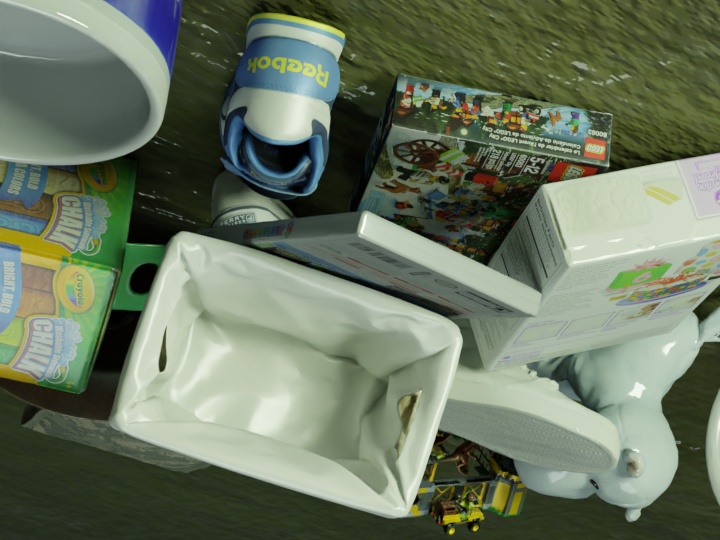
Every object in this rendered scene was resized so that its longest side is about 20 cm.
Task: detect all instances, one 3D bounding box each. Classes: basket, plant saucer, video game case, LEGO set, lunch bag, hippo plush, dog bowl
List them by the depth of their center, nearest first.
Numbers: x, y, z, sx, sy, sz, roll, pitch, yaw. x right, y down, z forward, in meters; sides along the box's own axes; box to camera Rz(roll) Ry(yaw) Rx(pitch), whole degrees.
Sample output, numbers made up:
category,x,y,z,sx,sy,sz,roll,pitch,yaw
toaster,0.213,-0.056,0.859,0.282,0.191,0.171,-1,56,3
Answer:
category,x,y,z,sx,sy,sz,roll,pitch,yaw
dog bowl,-0.203,-0.138,0.995,0.199,0.079,0.200,7,158,3
video game case,0.000,0.000,1.128,0.143,0.018,0.200,24,165,-31
basket,-0.051,0.073,1.156,0.199,0.136,0.123,19,170,-4
plant saucer,-0.197,0.036,1.305,0.200,0.200,0.032,12,124,-9
hippo plush,0.194,0.109,1.338,0.199,0.161,0.159,3,157,12
LEGO set,0.059,0.102,1.395,0.153,0.200,0.116,3,120,-21
lunch bag,-0.174,0.089,1.476,0.164,0.118,0.200,19,160,-22

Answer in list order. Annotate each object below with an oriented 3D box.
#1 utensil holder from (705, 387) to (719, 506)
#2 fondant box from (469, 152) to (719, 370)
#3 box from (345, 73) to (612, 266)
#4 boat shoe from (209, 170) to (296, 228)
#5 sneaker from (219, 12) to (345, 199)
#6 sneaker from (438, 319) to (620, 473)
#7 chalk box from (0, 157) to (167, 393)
category,x,y,z,sx,sy,sz,roll,pitch,yaw
utensil holder,0.394,0.151,1.365,0.200,0.170,0.170,23,153,-36
fondant box,0.164,-0.003,1.155,0.144,0.058,0.200,-11,162,-15
box,0.070,-0.055,1.152,0.136,0.038,0.200,10,157,-6
boat shoe,-0.053,-0.005,1.279,0.073,0.066,0.200,-16,147,7
sneaker,-0.053,-0.080,1.079,0.074,0.083,0.200,7,159,-1
sneaker,0.103,0.066,1.264,0.199,0.116,0.074,18,146,15
chalk box,-0.222,-0.007,1.205,0.199,0.124,0.125,13,129,-10
